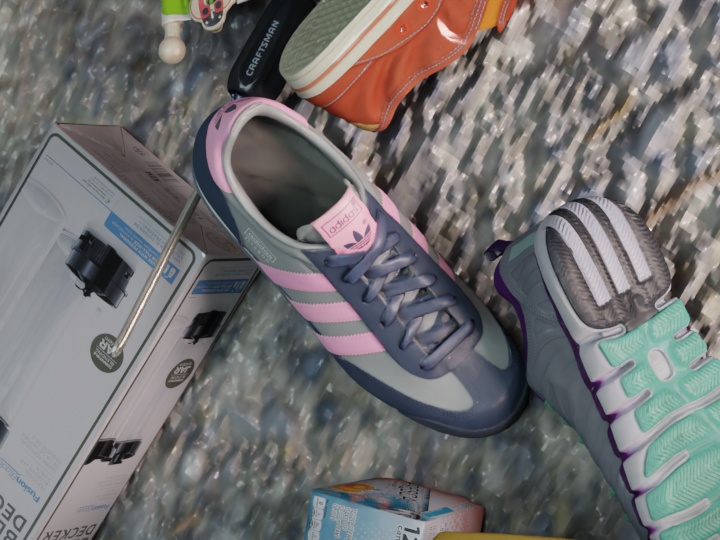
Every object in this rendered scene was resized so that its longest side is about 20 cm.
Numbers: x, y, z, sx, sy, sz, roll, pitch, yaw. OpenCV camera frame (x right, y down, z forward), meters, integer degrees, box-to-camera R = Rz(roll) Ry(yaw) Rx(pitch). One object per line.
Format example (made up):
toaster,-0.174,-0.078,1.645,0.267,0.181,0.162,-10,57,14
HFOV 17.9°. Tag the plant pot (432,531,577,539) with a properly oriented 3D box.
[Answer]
plant pot,0.072,0.220,0.929,0.176,0.200,0.201,22,115,15

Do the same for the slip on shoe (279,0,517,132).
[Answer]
slip on shoe,0.051,-0.141,1.046,0.200,0.074,0.061,-43,116,13

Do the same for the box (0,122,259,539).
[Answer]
box,-0.148,0.039,1.155,0.117,0.060,0.200,41,110,21

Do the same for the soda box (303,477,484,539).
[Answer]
soda box,0.003,0.202,1.074,0.063,0.068,0.201,11,96,27

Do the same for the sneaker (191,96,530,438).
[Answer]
sneaker,0.000,0.000,1.036,0.200,0.082,0.070,41,78,2

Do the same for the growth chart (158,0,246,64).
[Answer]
growth chart,-0.026,-0.198,1.085,0.200,0.018,0.145,-24,62,31

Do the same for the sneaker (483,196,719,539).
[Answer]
sneaker,0.123,0.065,1.022,0.087,0.074,0.201,-22,91,62

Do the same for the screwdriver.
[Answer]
screwdriver,-0.076,-0.049,1.086,0.029,0.028,0.200,34,75,-11
